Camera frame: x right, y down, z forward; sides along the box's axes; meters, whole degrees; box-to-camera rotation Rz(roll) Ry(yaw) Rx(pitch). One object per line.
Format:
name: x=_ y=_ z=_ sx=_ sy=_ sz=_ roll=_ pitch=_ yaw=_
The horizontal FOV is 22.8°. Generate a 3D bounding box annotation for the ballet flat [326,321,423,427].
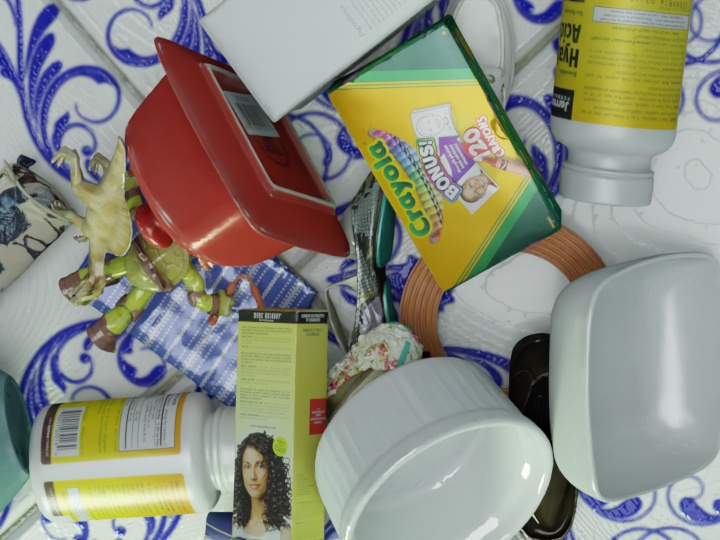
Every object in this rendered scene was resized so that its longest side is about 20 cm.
ballet flat: x=-0.013 y=0.122 z=1.581 sx=0.075 sy=0.064 sz=0.201 roll=26 pitch=130 yaw=-11

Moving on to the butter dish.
butter dish: x=-0.130 y=-0.074 z=1.525 sx=0.147 sy=0.200 sz=0.201 roll=-34 pitch=72 yaw=18

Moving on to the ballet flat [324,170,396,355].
ballet flat: x=0.000 y=0.000 z=1.599 sx=0.071 sy=0.072 sz=0.203 roll=0 pitch=98 yaw=7

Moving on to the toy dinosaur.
toy dinosaur: x=-0.223 y=-0.064 z=1.548 sx=0.101 sy=0.058 sz=0.201 roll=50 pitch=137 yaw=32

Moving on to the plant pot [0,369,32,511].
plant pot: x=-0.372 y=0.154 z=1.613 sx=0.133 sy=0.200 sz=0.203 roll=-13 pitch=97 yaw=1

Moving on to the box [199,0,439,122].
box: x=-0.018 y=-0.233 z=1.522 sx=0.199 sy=0.152 sz=0.107 roll=-36 pitch=94 yaw=11

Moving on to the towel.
towel: x=-0.156 y=0.017 z=1.645 sx=0.199 sy=0.024 sz=0.145 roll=36 pitch=102 yaw=1

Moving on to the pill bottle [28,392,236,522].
pill bottle: x=-0.194 y=0.170 z=1.630 sx=0.197 sy=0.109 sz=0.111 roll=-5 pitch=98 yaw=8

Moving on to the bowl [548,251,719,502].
bowl: x=0.231 y=0.085 z=1.539 sx=0.074 sy=0.198 sz=0.203 roll=9 pitch=104 yaw=44

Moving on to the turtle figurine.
turtle figurine: x=-0.183 y=0.005 z=1.605 sx=0.161 sy=0.064 sz=0.201 roll=-35 pitch=96 yaw=14

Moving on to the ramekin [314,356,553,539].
ramekin: x=0.056 y=0.169 z=1.524 sx=0.200 sy=0.200 sz=0.098 roll=-44 pitch=48 yaw=11

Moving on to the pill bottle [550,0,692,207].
pill bottle: x=0.220 y=-0.160 z=1.524 sx=0.110 sy=0.111 sz=0.203 roll=6 pitch=99 yaw=6

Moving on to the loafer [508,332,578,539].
loafer: x=0.159 y=0.160 z=1.591 sx=0.072 sy=0.071 sz=0.202 roll=-5 pitch=109 yaw=4

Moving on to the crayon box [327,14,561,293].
crayon box: x=0.073 y=-0.099 z=1.512 sx=0.118 sy=0.058 sz=0.201 roll=-28 pitch=101 yaw=15

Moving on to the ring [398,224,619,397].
ring: x=0.133 y=0.043 z=1.598 sx=0.198 sy=0.019 sz=0.203 roll=1 pitch=109 yaw=1

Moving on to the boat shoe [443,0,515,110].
boat shoe: x=0.097 y=-0.149 z=1.562 sx=0.070 sy=0.069 sz=0.203 roll=4 pitch=100 yaw=6

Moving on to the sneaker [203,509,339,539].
sneaker: x=-0.041 y=0.225 z=1.641 sx=0.197 sy=0.081 sz=0.117 roll=11 pitch=96 yaw=-1

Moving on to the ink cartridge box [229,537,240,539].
ink cartridge box: x=-0.077 y=0.345 z=1.626 sx=0.144 sy=0.048 sz=0.202 roll=15 pitch=121 yaw=-6

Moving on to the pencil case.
pencil case: x=-0.357 y=-0.014 z=1.637 sx=0.200 sy=0.078 sz=0.089 roll=-42 pitch=117 yaw=12

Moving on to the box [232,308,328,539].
box: x=-0.070 y=0.134 z=1.562 sx=0.075 sy=0.050 sz=0.203 roll=-1 pitch=88 yaw=38
